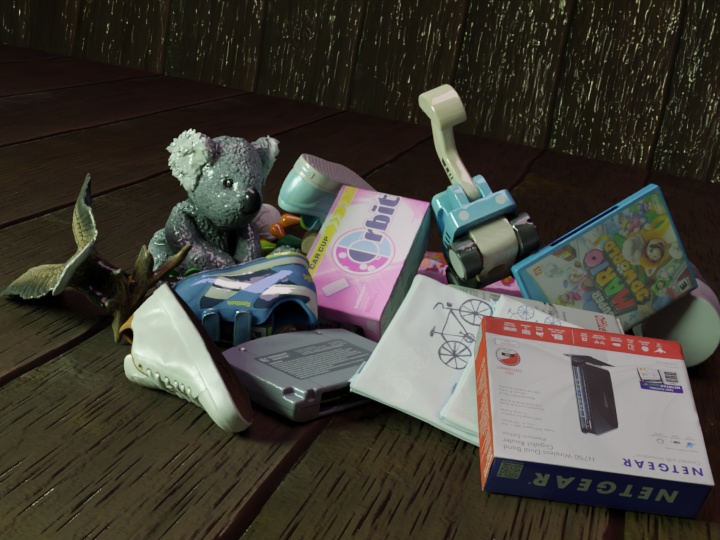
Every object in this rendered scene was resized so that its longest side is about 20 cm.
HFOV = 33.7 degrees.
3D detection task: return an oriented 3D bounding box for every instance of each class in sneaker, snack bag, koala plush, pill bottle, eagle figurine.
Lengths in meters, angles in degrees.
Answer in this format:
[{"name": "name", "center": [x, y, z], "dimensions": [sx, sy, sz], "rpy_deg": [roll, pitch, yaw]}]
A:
[{"name": "sneaker", "center": [-0.136, 0.044, 1.272], "dimensions": [0.199, 0.074, 0.082], "rpy_deg": [-18, 64, -14]}, {"name": "snack bag", "center": [0.112, 0.088, 1.181], "dimensions": [0.199, 0.021, 0.189], "rpy_deg": [22, 47, 13]}, {"name": "koala plush", "center": [-0.175, -0.075, 1.471], "dimensions": [0.177, 0.201, 0.184], "rpy_deg": [-3, 19, -39]}, {"name": "pill bottle", "center": [0.402, 0.050, 1.536], "dimensions": [0.113, 0.114, 0.200], "rpy_deg": [10, 14, 4]}, {"name": "sneaker", "center": [-0.169, 0.100, 1.124], "dimensions": [0.200, 0.085, 0.073], "rpy_deg": [48, -5, 46]}, {"name": "eagle figurine", "center": [-0.303, -0.006, 1.294], "dimensions": [0.200, 0.152, 0.151], "rpy_deg": [33, 40, 33]}, {"name": "sneaker", "center": [-0.164, -0.086, 1.720], "dimensions": [0.075, 0.100, 0.200], "rpy_deg": [12, 13, 17]}, {"name": "sneaker", "center": [-0.038, -0.087, 1.507], "dimensions": [0.200, 0.082, 0.074], "rpy_deg": [20, 25, -53]}]

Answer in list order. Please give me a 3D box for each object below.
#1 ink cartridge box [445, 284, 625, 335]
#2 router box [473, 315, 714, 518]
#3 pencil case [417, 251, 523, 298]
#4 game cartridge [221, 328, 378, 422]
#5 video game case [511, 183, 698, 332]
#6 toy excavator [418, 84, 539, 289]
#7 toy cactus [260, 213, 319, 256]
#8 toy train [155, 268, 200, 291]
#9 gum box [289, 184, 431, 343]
[{"name": "ink cartridge box", "center": [0.184, 0.090, 1.299], "dimensions": [0.199, 0.083, 0.147], "rpy_deg": [10, 17, 3]}, {"name": "router box", "center": [0.209, 0.131, 1.097], "dimensions": [0.199, 0.049, 0.180], "rpy_deg": [8, 40, -5]}, {"name": "pencil case", "center": [0.159, 0.030, 1.530], "dimensions": [0.199, 0.088, 0.087], "rpy_deg": [10, 15, -1]}, {"name": "game cartridge", "center": [-0.049, 0.102, 1.215], "dimensions": [0.133, 0.041, 0.200], "rpy_deg": [25, 21, 35]}, {"name": "video game case", "center": [0.288, 0.009, 1.389], "dimensions": [0.199, 0.144, 0.018], "rpy_deg": [-30, 21, -8]}, {"name": "toy excavator", "center": [0.120, -0.090, 1.386], "dimensions": [0.100, 0.195, 0.201], "rpy_deg": [-24, 67, -10]}, {"name": "toy cactus", "center": [-0.053, -0.029, 1.574], "dimensions": [0.199, 0.103, 0.165], "rpy_deg": [2, 8, 7]}, {"name": "toy train", "center": [-0.148, 0.029, 1.382], "dimensions": [0.199, 0.057, 0.042], "rpy_deg": [0, 33, -34]}, {"name": "gum box", "center": [0.000, 0.000, 1.388], "dimensions": [0.113, 0.066, 0.200], "rpy_deg": [12, 51, 16]}]
